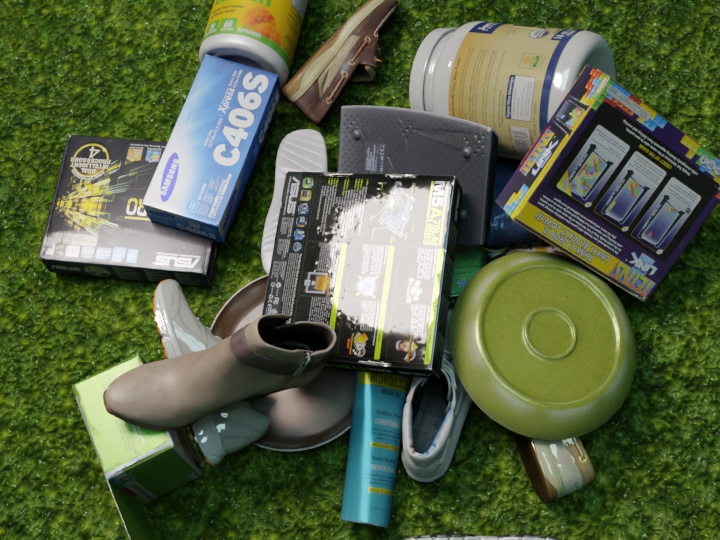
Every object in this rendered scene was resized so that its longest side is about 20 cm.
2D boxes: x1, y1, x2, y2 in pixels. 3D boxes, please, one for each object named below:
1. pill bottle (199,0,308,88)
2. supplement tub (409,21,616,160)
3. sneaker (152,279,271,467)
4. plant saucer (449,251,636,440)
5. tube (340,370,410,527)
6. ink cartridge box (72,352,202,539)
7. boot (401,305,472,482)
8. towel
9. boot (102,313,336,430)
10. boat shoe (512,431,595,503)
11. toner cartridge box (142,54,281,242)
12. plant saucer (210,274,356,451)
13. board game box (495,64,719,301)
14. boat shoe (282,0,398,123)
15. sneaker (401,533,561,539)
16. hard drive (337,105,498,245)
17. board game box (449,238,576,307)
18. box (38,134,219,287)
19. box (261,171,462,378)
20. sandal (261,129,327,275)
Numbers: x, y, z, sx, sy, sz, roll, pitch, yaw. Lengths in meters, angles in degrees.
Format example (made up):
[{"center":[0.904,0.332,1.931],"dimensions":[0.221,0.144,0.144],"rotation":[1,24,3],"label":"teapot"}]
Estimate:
[{"center":[-0.120,-0.327,1.249],"dimensions":[0.109,0.111,0.204],"rotation":[9,69,8],"label":"pill bottle"},{"center":[0.166,-0.197,1.135],"dimensions":[0.197,0.145,0.146],"rotation":[14,68,33],"label":"supplement tub"},{"center":[-0.155,0.097,1.080],"dimensions":[0.090,0.076,0.203],"rotation":[-20,76,-12],"label":"sneaker"},{"center":[0.189,0.068,1.042],"dimensions":[0.195,0.031,0.204],"rotation":[2,66,-5],"label":"plant saucer"},{"center":[0.017,0.159,1.065],"dimensions":[0.050,0.077,0.204],"rotation":[-6,71,46],"label":"tube"},{"center":[-0.202,0.206,1.026],"dimensions":[0.075,0.148,0.202],"rotation":[-25,69,-7],"label":"ink cartridge box"},{"center":[0.089,0.113,1.066],"dimensions":[0.072,0.096,0.204],"rotation":[11,68,9],"label":"boot"},{"center":[0.212,-0.084,1.146],"dimensions":[0.195,0.049,0.113],"rotation":[-6,49,1],"label":"towel"},{"center":[-0.123,0.086,0.955],"dimensions":[0.197,0.146,0.071],"rotation":[-5,66,-38],"label":"boot"},{"center":[0.186,0.135,1.070],"dimensions":[0.065,0.074,0.204],"rotation":[-13,73,-10],"label":"boat shoe"},{"center":[-0.166,-0.141,1.169],"dimensions":[0.093,0.043,0.203],"rotation":[15,69,8],"label":"toner cartridge box"},{"center":[-0.072,0.099,1.121],"dimensions":[0.196,0.032,0.204],"rotation":[-2,68,5],"label":"plant saucer"},{"center":[0.263,-0.085,1.052],"dimensions":[0.198,0.057,0.167],"rotation":[28,105,-26],"label":"board game box"},{"center":[-0.010,-0.258,1.246],"dimensions":[0.072,0.072,0.201],"rotation":[45,64,-12],"label":"boat shoe"},{"center":[0.103,0.304,1.003],"dimensions":[0.195,0.078,0.092],"rotation":[-1,75,6],"label":"sneaker"},{"center":[0.061,-0.108,1.125],"dimensions":[0.197,0.042,0.138],"rotation":[14,108,36],"label":"hard drive"},{"center":[0.150,-0.008,1.132],"dimensions":[0.195,0.024,0.106],"rotation":[-3,50,4],"label":"board game box"},{"center":[-0.257,-0.071,1.192],"dimensions":[0.195,0.049,0.164],"rotation":[6,69,4],"label":"box"},{"center":[0.000,0.000,1.053],"dimensions":[0.189,0.048,0.204],"rotation":[3,74,16],"label":"box"},{"center":[-0.062,-0.067,1.172],"dimensions":[0.077,0.060,0.210],"rotation":[-3,56,10],"label":"sandal"}]
